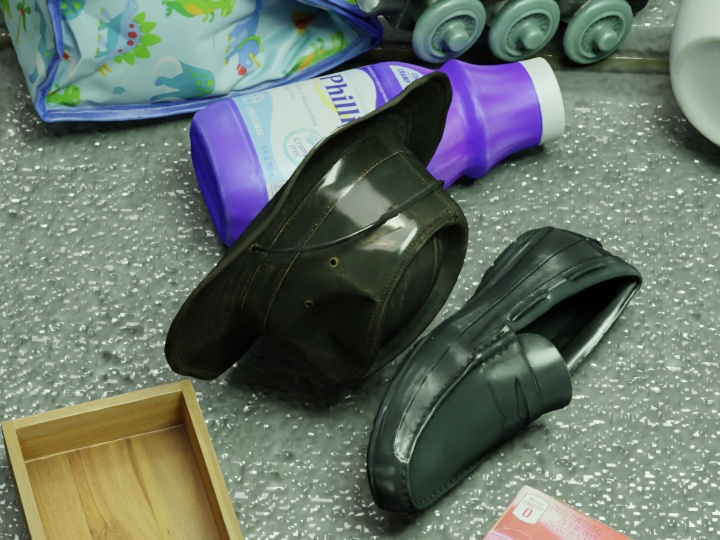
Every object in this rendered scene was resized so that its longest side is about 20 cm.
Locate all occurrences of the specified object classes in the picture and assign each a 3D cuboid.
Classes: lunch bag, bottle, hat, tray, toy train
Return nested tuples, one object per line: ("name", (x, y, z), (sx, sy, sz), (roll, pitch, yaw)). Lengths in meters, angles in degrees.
("lunch bag", (-0.101, -0.181, 1.571), (0.199, 0.128, 0.170), (-3, 45, -20))
("bottle", (0.011, -0.071, 1.505), (0.199, 0.065, 0.084), (-14, 51, -12))
("hat", (0.000, 0.000, 1.377), (0.081, 0.201, 0.200), (43, 60, 12))
("tray", (-0.104, 0.148, 1.336), (0.098, 0.037, 0.201), (-13, 49, -11))
("toy train", (0.090, -0.179, 1.544), (0.199, 0.114, 0.085), (-3, 43, -34))

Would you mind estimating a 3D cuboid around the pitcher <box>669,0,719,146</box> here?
("pitcher", (0.268, -0.160, 1.520), (0.121, 0.171, 0.200), (48, 55, -6))

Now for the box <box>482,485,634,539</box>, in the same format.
("box", (0.130, 0.200, 1.251), (0.199, 0.095, 0.103), (26, 54, 21))

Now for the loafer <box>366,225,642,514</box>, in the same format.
("loafer", (0.072, 0.050, 1.396), (0.070, 0.068, 0.201), (15, 45, 32))
